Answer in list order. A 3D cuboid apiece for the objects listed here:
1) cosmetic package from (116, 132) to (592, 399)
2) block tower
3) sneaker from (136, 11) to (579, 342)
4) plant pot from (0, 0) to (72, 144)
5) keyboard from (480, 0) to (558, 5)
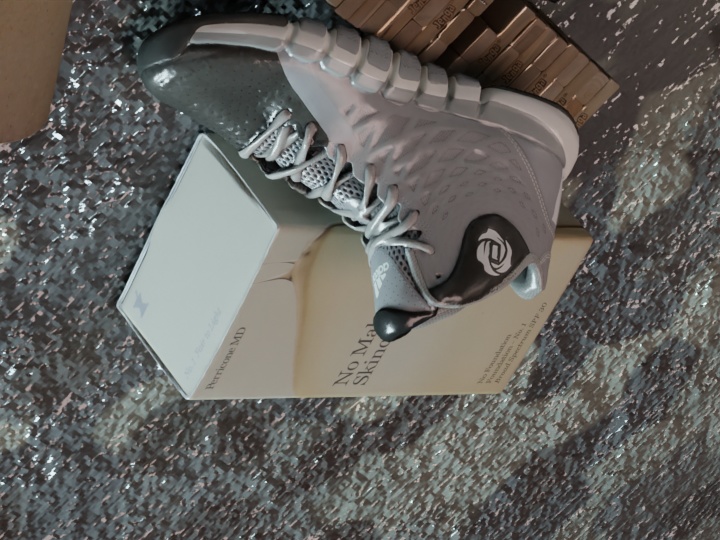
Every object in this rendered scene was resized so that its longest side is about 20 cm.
[{"bbox_3d":[0.000,0.000,1.127,0.200,0.073,0.104,0,129,-42],"label":"cosmetic package"},{"bbox_3d":[0.036,-0.113,1.053,0.058,0.054,0.200,-46,143,8],"label":"block tower"},{"bbox_3d":[-0.001,-0.032,1.008,0.200,0.116,0.075,13,161,-20],"label":"sneaker"},{"bbox_3d":[-0.151,-0.167,0.746,0.187,0.187,0.200,6,114,-44],"label":"plant pot"},{"bbox_3d":[0.036,-0.161,0.958,0.040,0.104,0.200,-29,152,30],"label":"keyboard"}]
